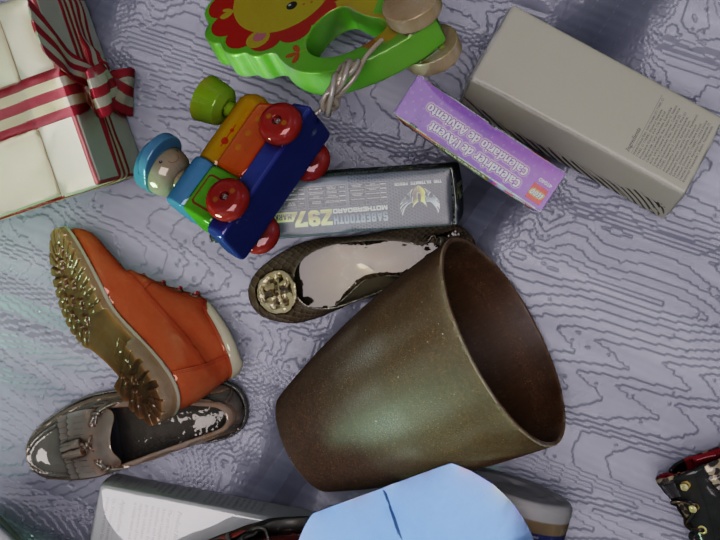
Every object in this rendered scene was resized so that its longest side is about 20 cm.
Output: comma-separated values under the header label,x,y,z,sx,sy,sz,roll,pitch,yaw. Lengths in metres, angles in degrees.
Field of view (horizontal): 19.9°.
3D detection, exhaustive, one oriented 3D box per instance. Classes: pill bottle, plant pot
label,x,y,z,sx,sy,sz,roll,pitch,yaw
pill bottle,0.098,0.273,1.718,0.111,0.111,0.200,17,95,3
plant pot,0.035,0.100,1.691,0.200,0.187,0.187,-28,91,21

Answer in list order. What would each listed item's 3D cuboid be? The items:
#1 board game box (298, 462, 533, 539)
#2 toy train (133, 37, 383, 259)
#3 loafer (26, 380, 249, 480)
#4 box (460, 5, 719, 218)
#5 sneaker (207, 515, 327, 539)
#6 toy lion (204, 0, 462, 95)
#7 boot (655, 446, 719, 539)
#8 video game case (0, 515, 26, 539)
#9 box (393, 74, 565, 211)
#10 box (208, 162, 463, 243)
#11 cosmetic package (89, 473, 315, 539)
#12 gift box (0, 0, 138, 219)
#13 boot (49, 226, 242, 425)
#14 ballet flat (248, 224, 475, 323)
label,x,y,z,sx,sy,sz,roll,pitch,yaw
board game box,0.043,0.245,1.652,0.200,0.039,0.158,-21,94,-1
toy train,-0.080,-0.119,1.585,0.116,0.085,0.200,30,81,26
loafer,-0.196,0.136,1.757,0.200,0.063,0.072,-14,94,6
box,0.189,-0.130,1.693,0.200,0.068,0.082,30,72,3
sneaker,-0.113,0.237,1.658,0.200,0.082,0.077,-19,60,-12
toy lion,-0.032,-0.211,1.667,0.192,0.200,0.069,-24,133,6
boot,0.286,0.238,1.719,0.200,0.073,0.151,-24,93,2
video game case,-0.257,0.263,1.705,0.182,0.200,0.022,44,81,1
box,0.095,-0.099,1.647,0.137,0.200,0.039,33,93,2
box,-0.017,-0.057,1.681,0.200,0.158,0.051,-5,93,4
cosmetic package,-0.130,0.243,1.756,0.200,0.074,0.102,12,94,2
gift box,-0.289,-0.142,1.686,0.187,0.185,0.200,-17,99,8
boot,-0.186,0.034,1.750,0.107,0.075,0.200,-25,68,-34
ballet flat,0.000,0.000,1.739,0.200,0.046,0.067,-12,92,6
